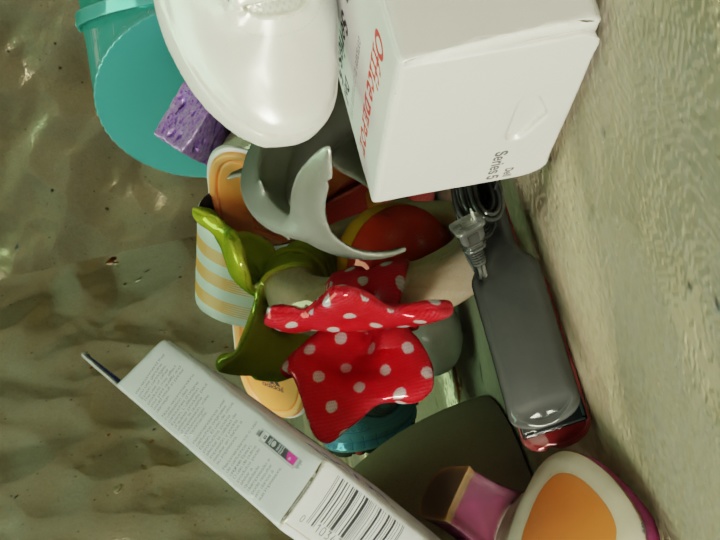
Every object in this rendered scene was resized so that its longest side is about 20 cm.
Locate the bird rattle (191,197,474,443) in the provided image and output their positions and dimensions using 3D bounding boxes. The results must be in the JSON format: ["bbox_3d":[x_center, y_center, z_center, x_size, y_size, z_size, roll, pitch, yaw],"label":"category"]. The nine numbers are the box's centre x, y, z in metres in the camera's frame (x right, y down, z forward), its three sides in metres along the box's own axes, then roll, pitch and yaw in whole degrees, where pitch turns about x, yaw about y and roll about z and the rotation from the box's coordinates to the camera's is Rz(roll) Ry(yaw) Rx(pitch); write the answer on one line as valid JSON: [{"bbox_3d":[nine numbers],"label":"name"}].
[{"bbox_3d":[0.000,0.000,0.810,0.199,0.162,0.114,2,116,61],"label":"bird rattle"}]

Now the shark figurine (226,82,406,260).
[{"bbox_3d":[-0.035,-0.071,0.792,0.215,0.127,0.090,-66,-37,-62],"label":"shark figurine"}]

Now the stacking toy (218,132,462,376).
[{"bbox_3d":[0.010,-0.026,0.978,0.201,0.145,0.146,59,175,-7],"label":"stacking toy"}]

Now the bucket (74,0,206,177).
[{"bbox_3d":[-0.117,-0.180,1.185,0.208,0.204,0.136,86,176,-50],"label":"bucket"}]

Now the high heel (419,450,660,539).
[{"bbox_3d":[0.104,0.136,0.733,0.068,0.095,0.200,-63,18,-18],"label":"high heel"}]

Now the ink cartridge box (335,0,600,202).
[{"bbox_3d":[0.024,-0.151,0.662,0.146,0.083,0.202,99,157,-71],"label":"ink cartridge box"}]

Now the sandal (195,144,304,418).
[{"bbox_3d":[-0.061,0.023,0.940,0.059,0.078,0.208,-51,-33,-44],"label":"sandal"}]

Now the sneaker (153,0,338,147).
[{"bbox_3d":[-0.044,-0.150,0.614,0.088,0.074,0.203,178,81,-70],"label":"sneaker"}]

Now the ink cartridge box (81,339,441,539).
[{"bbox_3d":[-0.027,0.110,0.802,0.199,0.043,0.196,33,173,48],"label":"ink cartridge box"}]

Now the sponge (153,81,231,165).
[{"bbox_3d":[-0.060,-0.111,1.064,0.030,0.112,0.200,29,-179,21],"label":"sponge"}]

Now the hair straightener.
[{"bbox_3d":[0.066,-0.020,0.730,0.077,0.040,0.202,53,-154,-65],"label":"hair straightener"}]

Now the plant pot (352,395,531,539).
[{"bbox_3d":[0.037,0.191,0.954,0.200,0.133,0.203,167,90,-83],"label":"plant pot"}]

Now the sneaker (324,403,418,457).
[{"bbox_3d":[0.005,0.038,1.068,0.201,0.078,0.096,-91,-11,-63],"label":"sneaker"}]
